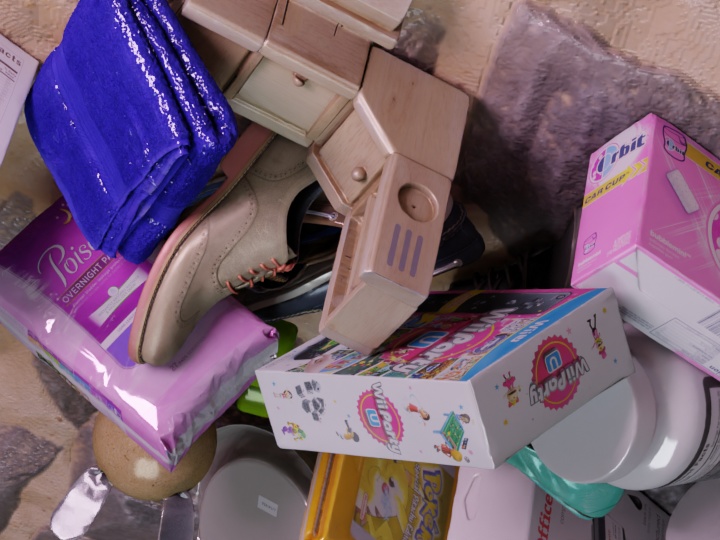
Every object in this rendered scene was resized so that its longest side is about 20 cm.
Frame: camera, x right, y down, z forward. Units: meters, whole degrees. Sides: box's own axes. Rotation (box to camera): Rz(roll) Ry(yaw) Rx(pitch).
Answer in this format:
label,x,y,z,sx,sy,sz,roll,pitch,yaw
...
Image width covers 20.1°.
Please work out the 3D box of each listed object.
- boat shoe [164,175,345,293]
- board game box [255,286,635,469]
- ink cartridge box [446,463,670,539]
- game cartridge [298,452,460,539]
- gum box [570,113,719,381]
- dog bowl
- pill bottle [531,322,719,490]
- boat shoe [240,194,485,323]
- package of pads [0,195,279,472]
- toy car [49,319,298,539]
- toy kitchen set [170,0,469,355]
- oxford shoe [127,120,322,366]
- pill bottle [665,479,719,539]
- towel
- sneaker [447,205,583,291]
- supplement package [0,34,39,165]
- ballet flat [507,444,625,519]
label,x,y,z,sx,sy,sz,roll,pitch,yaw
boat shoe,-0.069,-0.027,1.447,0.200,0.073,0.072,-21,132,37
board game box,0.054,0.066,1.317,0.200,0.147,0.065,0,112,47
ink cartridge box,0.168,0.228,1.648,0.084,0.145,0.200,-23,131,36
game cartridge,0.035,0.192,1.615,0.032,0.177,0.200,-18,134,35
gum box,0.241,0.001,1.356,0.200,0.114,0.066,32,139,-23
dog bowl,-0.070,0.221,1.693,0.200,0.201,0.059,-27,171,41
pill bottle,0.212,0.092,1.412,0.200,0.116,0.116,-1,160,-46
boat shoe,0.000,0.000,1.466,0.200,0.075,0.062,-27,117,29
package of pads,-0.165,0.036,1.451,0.200,0.121,0.076,39,160,18
toy car,-0.154,0.123,1.544,0.164,0.201,0.158,16,160,-1
toy kitchen set,-0.026,-0.095,1.259,0.199,0.181,0.163,26,140,-16
oxford shoe,-0.084,-0.012,1.370,0.075,0.200,0.070,33,-177,11
pill bottle,0.345,0.250,1.651,0.114,0.115,0.200,-25,129,39
towel,-0.159,-0.097,1.321,0.148,0.049,0.200,58,148,7
sneaker,0.116,0.017,1.447,0.106,0.075,0.200,13,144,0
supplement package,-0.311,-0.078,1.347,0.109,0.201,0.114,-26,128,39
ballet flat,0.117,0.111,1.498,0.200,0.067,0.070,30,118,-14
